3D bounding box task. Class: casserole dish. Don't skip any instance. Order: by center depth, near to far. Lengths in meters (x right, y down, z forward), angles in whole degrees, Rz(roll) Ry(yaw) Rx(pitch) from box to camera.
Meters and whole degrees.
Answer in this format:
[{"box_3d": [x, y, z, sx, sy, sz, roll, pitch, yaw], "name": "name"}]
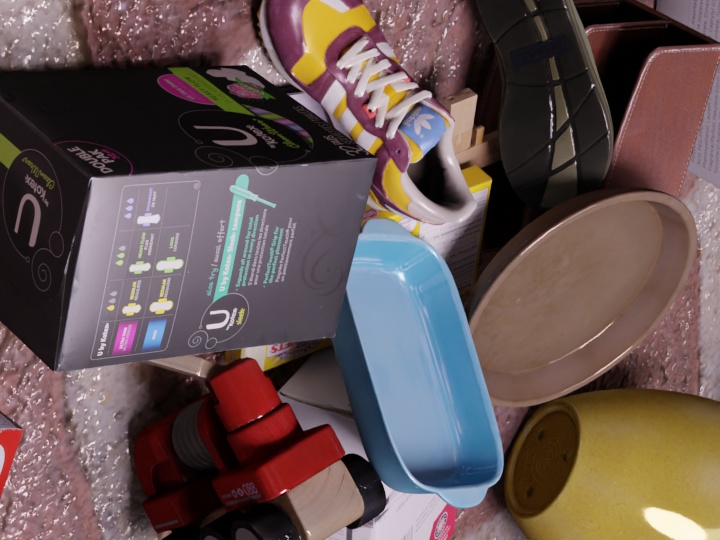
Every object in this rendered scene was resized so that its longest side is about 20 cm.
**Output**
[{"box_3d": [0.029, 0.064, 1.457, 0.039, 0.201, 0.121, -26, 163, 35], "name": "casserole dish"}]

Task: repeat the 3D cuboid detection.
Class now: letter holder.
[{"box_3d": [0.156, -0.086, 1.604, 0.142, 0.101, 0.200, -9, 122, -42], "name": "letter holder"}]

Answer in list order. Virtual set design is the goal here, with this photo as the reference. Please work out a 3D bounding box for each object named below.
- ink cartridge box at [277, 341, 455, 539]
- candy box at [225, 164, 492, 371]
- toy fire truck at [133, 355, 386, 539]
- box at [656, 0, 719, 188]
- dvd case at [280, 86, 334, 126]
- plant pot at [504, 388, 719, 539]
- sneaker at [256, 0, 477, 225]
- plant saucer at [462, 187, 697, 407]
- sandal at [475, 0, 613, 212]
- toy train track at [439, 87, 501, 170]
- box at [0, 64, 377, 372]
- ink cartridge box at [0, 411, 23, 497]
[{"box_3d": [0.008, 0.138, 1.579, 0.145, 0.083, 0.200, -47, 146, -49], "name": "ink cartridge box"}, {"box_3d": [0.000, 0.000, 1.515, 0.200, 0.026, 0.102, -20, 139, -29], "name": "candy box"}, {"box_3d": [-0.106, 0.105, 1.438, 0.129, 0.176, 0.200, -29, 93, -30], "name": "toy fire truck"}, {"box_3d": [0.334, -0.185, 1.700, 0.199, 0.131, 0.200, -27, 132, -33], "name": "box"}, {"box_3d": [-0.050, -0.052, 1.470, 0.200, 0.016, 0.149, -9, 122, -43], "name": "dvd case"}, {"box_3d": [0.201, 0.176, 1.786, 0.142, 0.200, 0.200, 23, 99, -25], "name": "plant pot"}, {"box_3d": [0.012, -0.112, 1.411, 0.075, 0.090, 0.200, -48, 127, -18], "name": "sneaker"}, {"box_3d": [0.149, 0.015, 1.564, 0.200, 0.029, 0.200, -24, 143, -19], "name": "plant saucer"}, {"box_3d": [0.129, -0.139, 1.522, 0.057, 0.080, 0.202, -42, 123, -70], "name": "sandal"}, {"box_3d": [0.053, -0.048, 1.573, 0.115, 0.033, 0.200, -23, 138, -31], "name": "toy train track"}, {"box_3d": [-0.119, -0.036, 1.289, 0.200, 0.148, 0.125, -6, 120, -38], "name": "box"}, {"box_3d": [-0.315, 0.152, 1.271, 0.200, 0.084, 0.176, 0, 116, -48], "name": "ink cartridge box"}]
